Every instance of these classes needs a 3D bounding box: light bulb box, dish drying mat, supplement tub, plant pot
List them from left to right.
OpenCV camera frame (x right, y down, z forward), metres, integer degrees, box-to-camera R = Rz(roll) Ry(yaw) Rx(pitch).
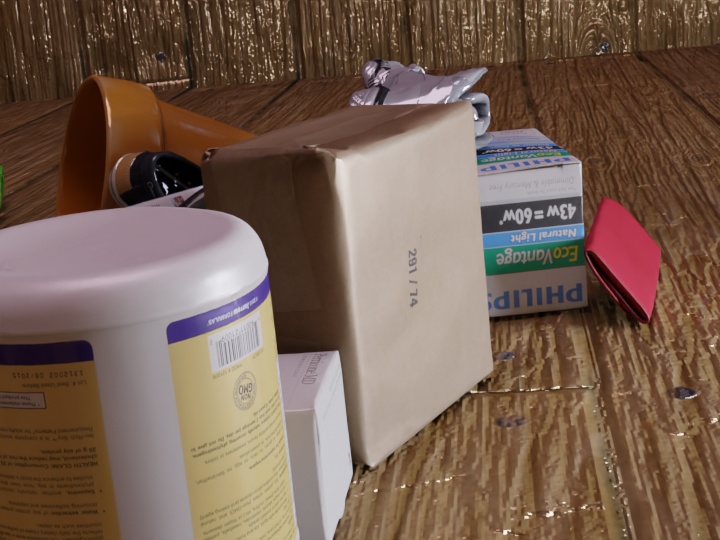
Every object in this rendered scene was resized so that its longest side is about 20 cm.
[{"bbox_3d":[-0.103,0.083,0.557,0.145,0.200,0.145,-5,15,1],"label":"supplement tub"},{"bbox_3d":[-0.188,-0.080,1.254,0.183,0.200,0.200,5,9,-26],"label":"plant pot"},{"bbox_3d":[0.080,-0.042,1.102,0.198,0.125,0.200,-6,14,-2],"label":"light bulb box"},{"bbox_3d":[0.220,-0.013,1.065,0.018,0.077,0.200,-39,3,22],"label":"dish drying mat"}]

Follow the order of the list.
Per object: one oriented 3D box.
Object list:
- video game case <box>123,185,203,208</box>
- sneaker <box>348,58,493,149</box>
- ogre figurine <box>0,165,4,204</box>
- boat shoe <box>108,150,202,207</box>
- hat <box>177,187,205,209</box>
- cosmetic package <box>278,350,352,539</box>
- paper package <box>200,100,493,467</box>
[{"bbox_3d":[-0.223,0.000,1.047,0.182,0.024,0.200,-22,-12,-47],"label":"video game case"},{"bbox_3d":[0.057,-0.142,1.106,0.115,0.075,0.200,-3,20,9],"label":"sneaker"},{"bbox_3d":[-0.521,-0.110,1.626,0.120,0.098,0.200,3,24,-14],"label":"ogre figurine"},{"bbox_3d":[-0.132,-0.046,1.142,0.062,0.075,0.200,-17,-41,43],"label":"boat shoe"},{"bbox_3d":[-0.110,-0.021,0.983,0.201,0.081,0.201,-42,4,4],"label":"hat"},{"bbox_3d":[-0.111,0.103,0.708,0.200,0.085,0.108,-5,12,6],"label":"cosmetic package"},{"bbox_3d":[0.000,0.000,0.826,0.103,0.200,0.191,4,18,32],"label":"paper package"}]
